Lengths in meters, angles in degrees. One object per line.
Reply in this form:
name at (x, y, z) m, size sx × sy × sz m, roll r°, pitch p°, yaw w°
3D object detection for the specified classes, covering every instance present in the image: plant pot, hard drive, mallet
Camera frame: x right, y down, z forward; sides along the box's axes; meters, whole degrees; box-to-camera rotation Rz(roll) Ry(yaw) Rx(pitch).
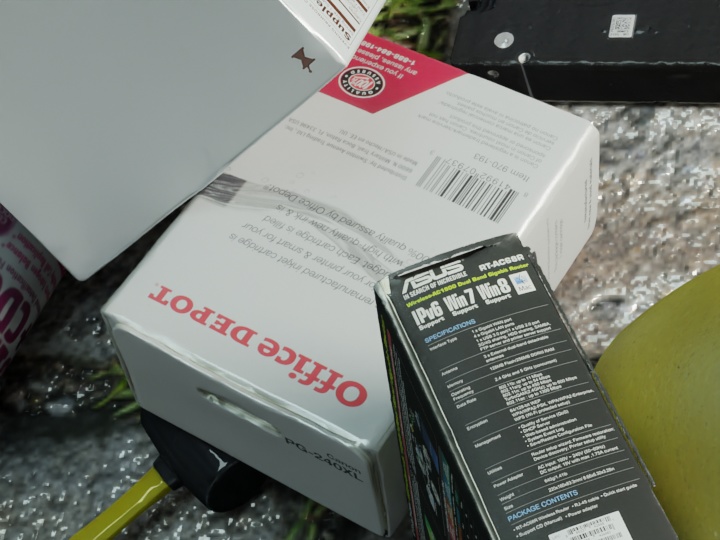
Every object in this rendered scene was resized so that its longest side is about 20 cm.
plant pot at (0.169, 0.073, 0.728) m, size 0.142 × 0.200 × 0.201 m, roll 5°, pitch 57°, yaw 51°
hard drive at (0.156, -0.150, 0.949) m, size 0.199 × 0.038 × 0.140 m, roll 2°, pitch 59°, yaw 21°
mallet at (-0.137, 0.125, 0.879) m, size 0.200 × 0.041 × 0.066 m, roll -35°, pitch 55°, yaw 0°

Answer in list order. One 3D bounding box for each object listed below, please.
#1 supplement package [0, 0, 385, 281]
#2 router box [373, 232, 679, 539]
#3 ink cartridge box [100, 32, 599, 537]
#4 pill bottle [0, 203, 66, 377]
supplement package at (-0.090, -0.141, 0.876) m, size 0.191 × 0.147 × 0.200 m, roll -36°, pitch 16°, yaw 33°
router box at (0.065, 0.106, 0.717) m, size 0.062 × 0.200 × 0.150 m, roll -19°, pitch 54°, yaw -8°
ink cartridge box at (0.000, 0.000, 0.853) m, size 0.145 × 0.084 × 0.200 m, roll 25°, pitch 61°, yaw 22°
pill bottle at (-0.230, 0.030, 0.921) m, size 0.113 × 0.114 × 0.201 m, roll 17°, pitch 66°, yaw 27°
